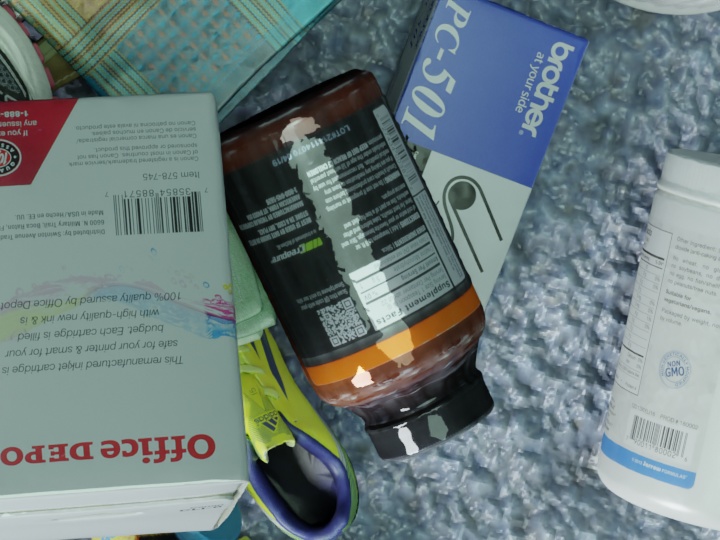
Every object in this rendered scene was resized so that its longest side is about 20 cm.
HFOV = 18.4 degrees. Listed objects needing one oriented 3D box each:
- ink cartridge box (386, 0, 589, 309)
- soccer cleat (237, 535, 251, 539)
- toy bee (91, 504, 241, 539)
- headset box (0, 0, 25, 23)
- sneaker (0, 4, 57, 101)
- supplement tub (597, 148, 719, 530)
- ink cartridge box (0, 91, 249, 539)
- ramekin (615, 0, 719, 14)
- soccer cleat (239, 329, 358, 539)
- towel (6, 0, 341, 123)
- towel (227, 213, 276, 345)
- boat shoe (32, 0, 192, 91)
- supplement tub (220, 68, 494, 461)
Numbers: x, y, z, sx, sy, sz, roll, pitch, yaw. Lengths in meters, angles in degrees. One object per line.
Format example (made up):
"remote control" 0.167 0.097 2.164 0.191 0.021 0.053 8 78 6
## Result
"ink cartridge box" 0.050 -0.057 1.279 0.094 0.044 0.201 19 96 -12
"soccer cleat" -0.090 0.200 1.304 0.199 0.065 0.084 -2 70 -4
"toy bee" -0.112 0.152 1.219 0.200 0.108 0.131 38 115 27
"headset box" -0.194 -0.238 1.198 0.149 0.075 0.200 -45 102 1
"sneaker" -0.244 -0.125 1.165 0.200 0.081 0.075 44 50 -14
"supplement tub" 0.218 0.040 1.276 0.131 0.132 0.201 11 98 -10
"ink cartridge box" -0.140 0.030 1.118 0.144 0.145 0.201 -2 74 -10
"ramekin" 0.191 -0.242 1.238 0.199 0.105 0.201 -1 99 -8
"soccer cleat" -0.066 0.070 1.256 0.065 0.084 0.201 -36 102 -1
"towel" -0.115 -0.173 1.173 0.147 0.022 0.200 -45 108 -1
"towel" -0.162 -0.008 1.212 0.199 0.023 0.153 -18 79 -12
"boat shoe" -0.100 -0.138 1.232 0.200 0.073 0.063 -29 98 -10
"supplement tub" 0.000 0.000 1.205 0.107 0.107 0.201 -25 97 -3
